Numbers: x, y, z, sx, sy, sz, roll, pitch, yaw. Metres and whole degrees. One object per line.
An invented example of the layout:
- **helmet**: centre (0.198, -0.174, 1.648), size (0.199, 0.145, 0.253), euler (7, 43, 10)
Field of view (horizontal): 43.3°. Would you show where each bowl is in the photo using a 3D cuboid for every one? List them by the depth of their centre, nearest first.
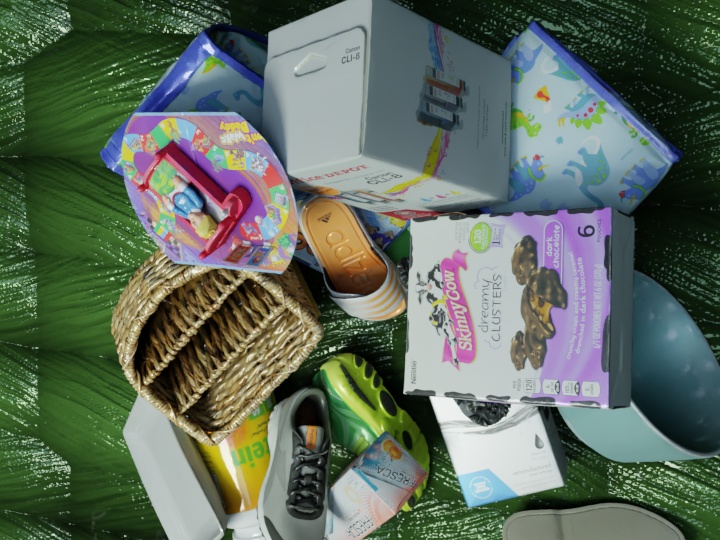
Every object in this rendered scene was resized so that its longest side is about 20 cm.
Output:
- **bowl**: centre (0.267, 0.110, 0.911), size (0.201, 0.200, 0.105), euler (51, 130, 2)

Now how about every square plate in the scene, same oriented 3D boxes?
- **square plate**: centre (-0.223, 0.246, 1.094), size (0.202, 0.028, 0.198), euler (61, 147, 16)

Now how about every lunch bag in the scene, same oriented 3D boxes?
- **lunch bag**: centre (0.189, -0.119, 0.905), size (0.200, 0.127, 0.170), euler (44, 110, 9)
- **lunch bag**: centre (-0.153, -0.159, 0.948), size (0.170, 0.199, 0.128), euler (-45, 70, 19)

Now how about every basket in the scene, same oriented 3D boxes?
- **basket**: centre (-0.161, 0.060, 0.955), size (0.200, 0.142, 0.150), euler (-43, 48, 17)

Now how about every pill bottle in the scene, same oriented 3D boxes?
- **pill bottle**: centre (-0.135, 0.236, 1.085), size (0.110, 0.111, 0.203), euler (-13, 97, 19)

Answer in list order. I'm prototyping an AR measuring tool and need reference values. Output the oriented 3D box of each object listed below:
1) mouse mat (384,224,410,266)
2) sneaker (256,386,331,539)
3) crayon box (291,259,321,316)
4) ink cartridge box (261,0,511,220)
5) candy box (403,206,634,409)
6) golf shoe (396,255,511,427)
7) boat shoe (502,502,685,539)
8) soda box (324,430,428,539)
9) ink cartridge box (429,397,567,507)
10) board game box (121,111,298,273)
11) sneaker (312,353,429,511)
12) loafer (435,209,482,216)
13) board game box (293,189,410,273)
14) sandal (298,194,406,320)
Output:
- **mouse mat**: centre (0.021, -0.090, 1.027), size (0.160, 0.008, 0.201), euler (-36, 89, 21)
- **sneaker**: centre (-0.067, 0.218, 0.986), size (0.073, 0.202, 0.079), euler (13, 143, -21)
- **crayon box**: centre (-0.147, 0.032, 1.080), size (0.198, 0.052, 0.127), euler (-25, 93, 21)
- **ink cartridge box**: centre (0.025, -0.141, 0.843), size (0.144, 0.198, 0.147), euler (-6, 77, 46)
- **candy box**: centre (0.142, 0.035, 0.827), size (0.198, 0.071, 0.170), euler (-1, 84, 33)
- **golf shoe**: centre (0.101, 0.073, 0.956), size (0.077, 0.095, 0.202), euler (-19, 69, -8)
- **boat shoe**: centre (0.260, 0.306, 1.018), size (0.197, 0.073, 0.063), euler (-1, 144, 12)
- **soda box**: centre (0.000, 0.254, 1.018), size (0.068, 0.063, 0.200), euler (44, 145, 7)
- **ink cartridge box**: centre (0.143, 0.146, 1.005), size (0.115, 0.067, 0.202), euler (-18, 95, 20)
- **board game box**: centre (-0.151, -0.062, 0.829), size (0.198, 0.039, 0.160), euler (5, 122, 29)
- **sneaker**: centre (0.014, 0.187, 1.062), size (0.083, 0.074, 0.202), euler (-22, 100, 49)
- **loafer**: centre (0.148, -0.007, 0.966), size (0.198, 0.071, 0.074), euler (30, 112, 8)
- **board game box**: centre (-0.041, -0.072, 0.959), size (0.136, 0.199, 0.035), euler (-47, 42, 20)
- **sandal**: centre (-0.008, 0.003, 0.970), size (0.078, 0.060, 0.207), euler (-27, 134, 9)
